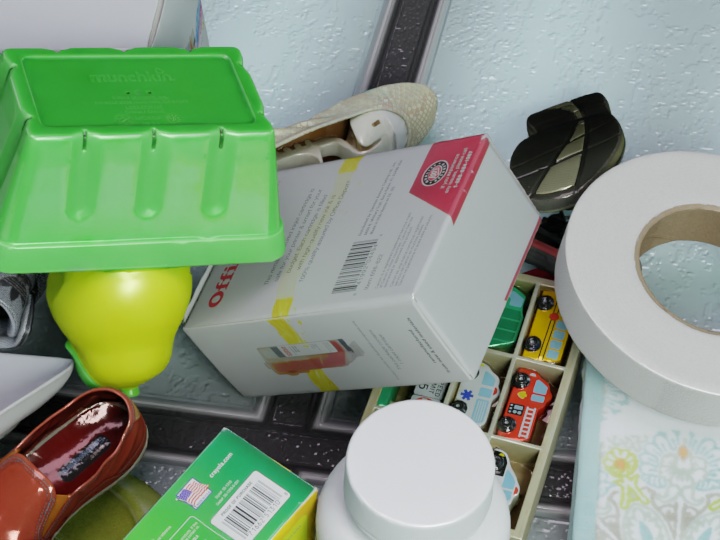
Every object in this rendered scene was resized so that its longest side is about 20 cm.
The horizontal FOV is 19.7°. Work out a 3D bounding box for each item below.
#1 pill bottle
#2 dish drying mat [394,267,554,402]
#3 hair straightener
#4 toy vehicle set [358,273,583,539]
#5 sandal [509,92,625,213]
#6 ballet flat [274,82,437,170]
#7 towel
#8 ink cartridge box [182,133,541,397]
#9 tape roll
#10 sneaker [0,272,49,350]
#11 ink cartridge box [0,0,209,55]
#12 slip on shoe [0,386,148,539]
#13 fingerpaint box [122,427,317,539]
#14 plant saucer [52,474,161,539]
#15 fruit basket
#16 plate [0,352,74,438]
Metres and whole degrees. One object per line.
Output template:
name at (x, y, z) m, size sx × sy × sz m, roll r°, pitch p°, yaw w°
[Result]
pill bottle at (0.029, 0.164, 1.190) m, size 0.110 × 0.201 × 0.112 m, roll 1°, pitch 52°, yaw -2°
dish drying mat at (0.099, 0.042, 1.418) m, size 0.199 × 0.018 × 0.077 m, roll -20°, pitch 51°, yaw -11°
hair straightener at (0.125, -0.033, 1.441) m, size 0.077 × 0.041 × 0.199 m, roll -21°, pitch 30°, yaw -38°
toy vehicle set at (0.072, 0.084, 1.358) m, size 0.123 × 0.027 × 0.201 m, roll 12°, pitch 54°, yaw 13°
sandal at (0.153, -0.077, 1.459) m, size 0.079 × 0.058 × 0.201 m, roll -11°, pitch 16°, yaw 13°
ballet flat at (-0.023, -0.080, 1.498) m, size 0.199 × 0.068 × 0.062 m, roll -20°, pitch 35°, yaw -17°
towel at (0.218, 0.131, 1.306) m, size 0.170 × 0.048 × 0.201 m, roll 4°, pitch 49°, yaw 7°
ink cartridge box at (0.000, 0.000, 1.369) m, size 0.199 × 0.084 × 0.146 m, roll -7°, pitch 45°, yaw 38°
tape roll at (0.225, 0.009, 1.334) m, size 0.201 × 0.037 × 0.204 m, roll 6°, pitch 51°, yaw -7°
sneaker at (-0.219, -0.015, 1.404) m, size 0.200 × 0.075 × 0.114 m, roll -41°, pitch 23°, yaw 19°
ink cartridge box at (-0.190, -0.137, 1.489) m, size 0.144 × 0.201 × 0.145 m, roll 1°, pitch 49°, yaw 8°
slip on shoe at (-0.212, 0.143, 1.293) m, size 0.074 × 0.061 × 0.200 m, roll 39°, pitch 62°, yaw 18°
fingerpaint box at (-0.113, 0.216, 1.188) m, size 0.073 × 0.167 × 0.200 m, roll 31°, pitch 59°, yaw 19°
plant saucer at (-0.206, 0.194, 1.314) m, size 0.198 × 0.031 × 0.201 m, roll -4°, pitch 49°, yaw 4°
fruit basket at (-0.155, -0.031, 1.337) m, size 0.214 × 0.217 × 0.156 m, roll -17°, pitch 46°, yaw -8°
plate at (-0.313, 0.107, 1.345) m, size 0.198 × 0.033 × 0.200 m, roll 2°, pitch 25°, yaw 34°
